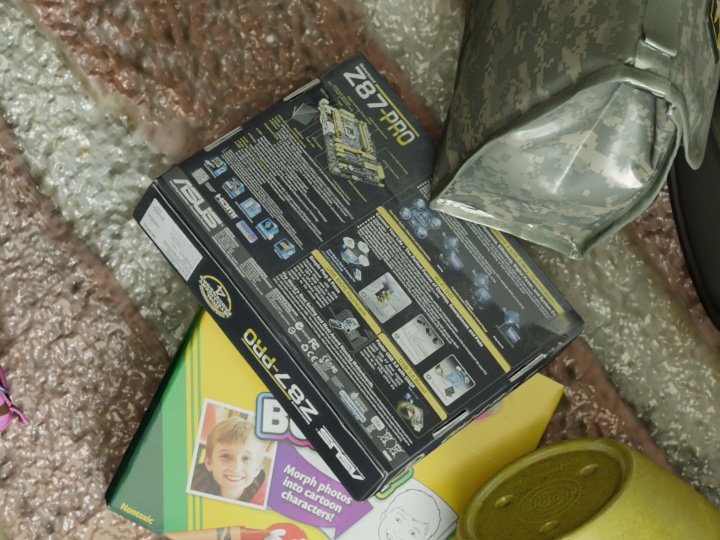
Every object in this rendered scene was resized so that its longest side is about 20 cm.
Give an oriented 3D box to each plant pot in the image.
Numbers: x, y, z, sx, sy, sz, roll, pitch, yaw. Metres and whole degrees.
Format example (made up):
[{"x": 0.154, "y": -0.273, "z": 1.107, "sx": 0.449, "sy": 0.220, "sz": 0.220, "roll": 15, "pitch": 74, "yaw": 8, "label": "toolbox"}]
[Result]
[{"x": 0.123, "y": 0.174, "z": 1.471, "sx": 0.199, "sy": 0.200, "sz": 0.142, "roll": -29, "pitch": 113, "yaw": -5, "label": "plant pot"}]

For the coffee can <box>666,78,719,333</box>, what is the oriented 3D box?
[{"x": 0.281, "y": -0.055, "z": 1.524, "sx": 0.199, "sy": 0.146, "sz": 0.147, "roll": -12, "pitch": 94, "yaw": -7, "label": "coffee can"}]

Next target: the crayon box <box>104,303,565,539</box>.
[{"x": -0.015, "y": 0.095, "z": 1.537, "sx": 0.199, "sy": 0.058, "sz": 0.173, "roll": 27, "pitch": 89, "yaw": -7, "label": "crayon box"}]

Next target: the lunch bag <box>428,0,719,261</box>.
[{"x": 0.129, "y": -0.123, "z": 1.449, "sx": 0.117, "sy": 0.200, "sz": 0.165, "roll": 18, "pitch": 64, "yaw": -14, "label": "lunch bag"}]

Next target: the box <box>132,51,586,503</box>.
[{"x": 0.000, "y": 0.000, "z": 1.485, "sx": 0.161, "sy": 0.049, "sz": 0.200, "roll": -35, "pitch": 81, "yaw": -31, "label": "box"}]

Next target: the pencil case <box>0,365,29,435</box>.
[{"x": -0.281, "y": 0.098, "z": 1.494, "sx": 0.200, "sy": 0.091, "sz": 0.094, "roll": -35, "pitch": 110, "yaw": -2, "label": "pencil case"}]
